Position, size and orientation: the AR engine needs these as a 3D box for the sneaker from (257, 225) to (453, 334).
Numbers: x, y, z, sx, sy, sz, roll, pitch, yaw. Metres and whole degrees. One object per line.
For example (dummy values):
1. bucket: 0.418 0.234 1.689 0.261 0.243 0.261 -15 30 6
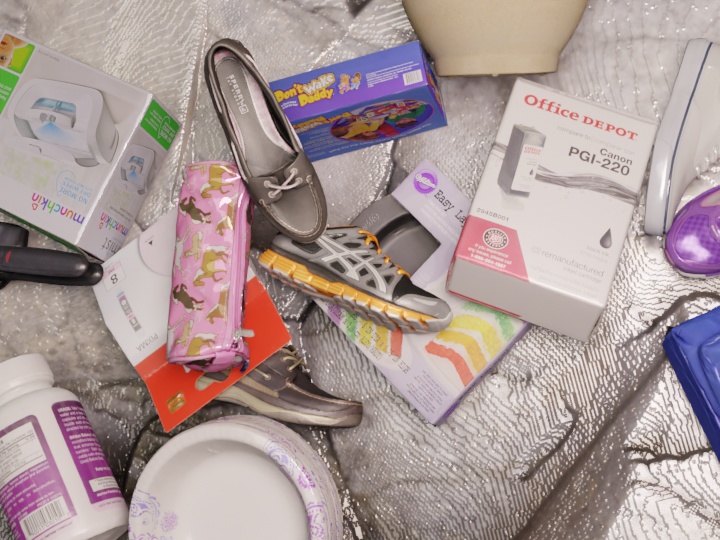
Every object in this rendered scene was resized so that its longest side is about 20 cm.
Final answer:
1. sneaker: 0.000 0.000 1.028 0.197 0.078 0.078 23 78 15

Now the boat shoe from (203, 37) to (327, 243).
1. boat shoe: -0.090 -0.116 0.990 0.066 0.057 0.202 -26 92 3

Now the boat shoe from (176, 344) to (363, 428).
1. boat shoe: -0.089 0.107 1.081 0.197 0.074 0.075 13 84 14

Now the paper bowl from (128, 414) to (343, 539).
1. paper bowl: -0.113 0.240 1.039 0.197 0.104 0.205 0 91 16

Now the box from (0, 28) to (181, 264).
1. box: -0.323 -0.130 1.162 0.198 0.097 0.179 25 83 16

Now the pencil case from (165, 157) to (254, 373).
1. pencil case: -0.138 -0.006 1.035 0.085 0.083 0.204 0 75 4

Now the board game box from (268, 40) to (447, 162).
1. board game box: -0.021 -0.158 1.077 0.197 0.134 0.046 -14 78 10

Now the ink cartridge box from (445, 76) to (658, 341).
1. ink cartridge box: 0.178 -0.060 1.006 0.143 0.085 0.202 19 66 7

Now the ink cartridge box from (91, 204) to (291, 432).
1. ink cartridge box: -0.177 0.033 1.093 0.162 0.057 0.201 -36 48 5

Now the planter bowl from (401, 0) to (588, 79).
1. planter bowl: 0.128 -0.254 1.038 0.196 0.200 0.137 0 98 13

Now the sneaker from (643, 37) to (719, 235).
1. sneaker: 0.316 -0.124 1.017 0.070 0.073 0.203 16 79 18

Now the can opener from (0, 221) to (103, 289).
1. can opener: -0.359 -0.010 1.151 0.197 0.063 0.080 8 85 32

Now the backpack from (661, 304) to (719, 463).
1. backpack: 0.387 0.081 0.928 0.197 0.168 0.165 -25 83 4

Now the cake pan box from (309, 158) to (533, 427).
1. cake pan box: 0.068 0.018 1.072 0.184 0.052 0.200 -44 74 1

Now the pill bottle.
1. pill bottle: -0.321 0.192 1.103 0.111 0.112 0.202 -30 75 7

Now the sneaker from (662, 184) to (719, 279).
1. sneaker: 0.372 -0.060 0.993 0.198 0.088 0.082 -25 78 9
